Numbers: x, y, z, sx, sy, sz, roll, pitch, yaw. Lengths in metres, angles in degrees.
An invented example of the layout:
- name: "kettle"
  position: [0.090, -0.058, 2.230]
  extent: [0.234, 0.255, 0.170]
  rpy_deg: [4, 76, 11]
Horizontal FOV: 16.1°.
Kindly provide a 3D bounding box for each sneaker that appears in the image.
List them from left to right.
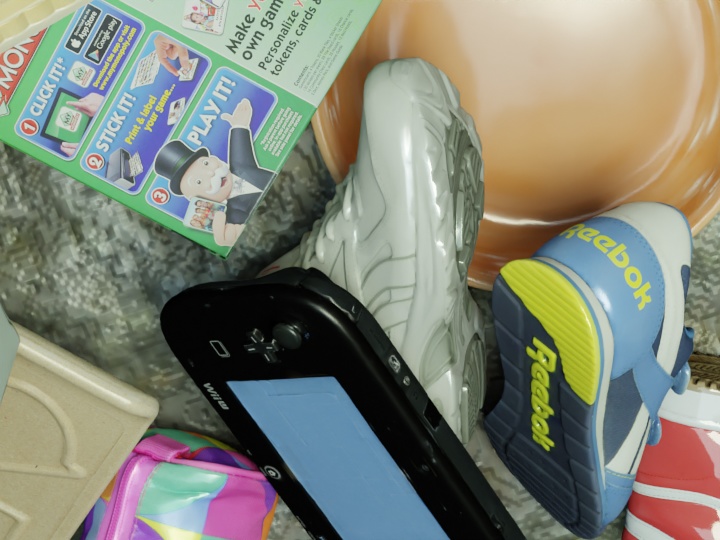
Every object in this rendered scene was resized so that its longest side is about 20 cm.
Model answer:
- name: "sneaker"
  position: [0.000, 0.000, 1.061]
  extent: [0.099, 0.078, 0.200]
  rpy_deg: [7, 126, 12]
- name: "sneaker"
  position: [0.103, 0.045, 1.081]
  extent: [0.074, 0.200, 0.082]
  rpy_deg: [40, 65, 22]
- name: "sneaker"
  position: [0.214, 0.109, 1.133]
  extent: [0.200, 0.071, 0.113]
  rpy_deg: [12, 104, 3]

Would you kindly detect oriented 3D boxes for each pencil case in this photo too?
- name: "pencil case"
  position: [-0.099, 0.169, 1.120]
  extent: [0.088, 0.088, 0.200]
  rpy_deg: [17, 88, -5]

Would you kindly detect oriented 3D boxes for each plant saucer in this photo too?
- name: "plant saucer"
  position: [0.076, -0.089, 1.090]
  extent: [0.200, 0.037, 0.201]
  rpy_deg: [0, 106, 0]

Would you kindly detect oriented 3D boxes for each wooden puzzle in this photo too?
- name: "wooden puzzle"
  position: [-0.200, 0.059, 1.104]
  extent: [0.185, 0.046, 0.200]
  rpy_deg: [30, 134, -9]

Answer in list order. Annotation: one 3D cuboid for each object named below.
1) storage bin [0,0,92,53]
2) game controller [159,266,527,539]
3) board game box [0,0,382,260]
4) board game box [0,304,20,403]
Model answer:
- name: "storage bin"
  position: [-0.174, -0.186, 0.949]
  extent: [0.198, 0.094, 0.200]
  rpy_deg: [-27, 80, 15]
- name: "game controller"
  position: [-0.003, 0.078, 1.065]
  extent: [0.104, 0.042, 0.200]
  rpy_deg: [-12, 125, 35]
- name: "board game box"
  position: [-0.065, -0.117, 1.025]
  extent: [0.134, 0.029, 0.200]
  rpy_deg: [29, 115, -9]
- name: "board game box"
  position: [-0.247, 0.003, 0.968]
  extent: [0.200, 0.064, 0.148]
  rpy_deg: [6, 150, 13]
